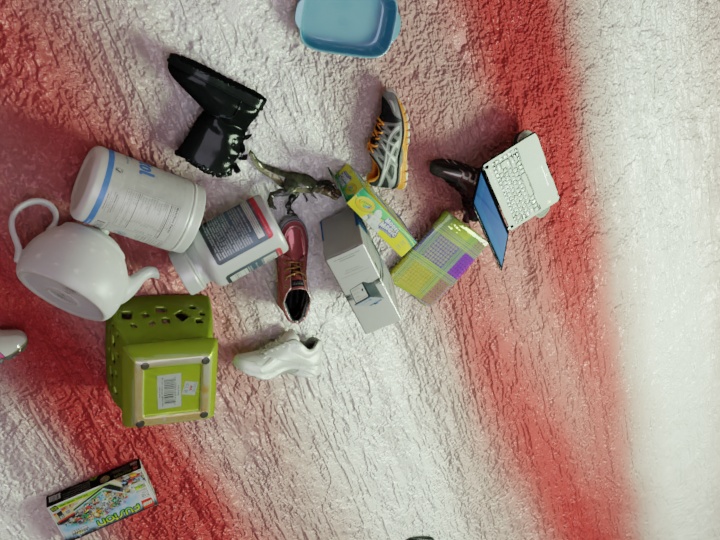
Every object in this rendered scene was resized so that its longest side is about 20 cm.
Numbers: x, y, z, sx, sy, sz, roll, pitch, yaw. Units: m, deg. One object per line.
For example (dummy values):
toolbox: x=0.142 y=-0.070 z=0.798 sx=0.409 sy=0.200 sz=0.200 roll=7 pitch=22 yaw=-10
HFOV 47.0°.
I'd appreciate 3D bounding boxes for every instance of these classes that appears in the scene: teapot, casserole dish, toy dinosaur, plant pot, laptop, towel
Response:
teapot: x=-0.483 y=-0.017 z=1.428 sx=0.200 sy=0.196 sz=0.147 roll=69 pitch=39 yaw=-59
casserole dish: x=-0.025 y=-0.444 z=1.462 sx=0.198 sy=0.039 sz=0.122 roll=1 pitch=114 yaw=-24
toy dinosaur: x=-0.135 y=-0.152 z=1.561 sx=0.199 sy=0.047 sz=0.089 roll=18 pitch=93 yaw=-28
plant pot: x=-0.367 y=0.176 z=1.551 sx=0.197 sy=0.182 sz=0.202 roll=-3 pitch=117 yaw=-22
laptop: x=0.311 y=-0.137 z=1.640 sx=0.199 sy=0.103 sz=0.178 roll=-32 pitch=125 yaw=-2
towel: x=0.160 y=-0.021 z=1.749 sx=0.143 sy=0.023 sz=0.200 roll=32 pitch=108 yaw=-31

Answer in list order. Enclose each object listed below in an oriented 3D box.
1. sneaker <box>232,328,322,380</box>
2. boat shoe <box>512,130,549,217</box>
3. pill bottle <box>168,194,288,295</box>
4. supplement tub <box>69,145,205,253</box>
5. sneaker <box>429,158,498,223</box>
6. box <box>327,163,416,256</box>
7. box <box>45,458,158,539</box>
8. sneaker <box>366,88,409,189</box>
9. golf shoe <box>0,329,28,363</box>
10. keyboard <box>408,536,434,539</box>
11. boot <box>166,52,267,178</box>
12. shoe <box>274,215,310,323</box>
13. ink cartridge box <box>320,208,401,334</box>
sneaker: x=-0.167 y=0.166 z=1.701 sx=0.199 sy=0.078 sz=0.100 roll=0 pitch=109 yaw=-32
boat shoe: x=0.341 y=-0.200 z=1.725 sx=0.075 sy=0.060 sz=0.201 roll=-33 pitch=123 yaw=-27
pill bottle: x=-0.245 y=-0.043 z=1.527 sx=0.199 sy=0.120 sz=0.120 roll=-29 pitch=123 yaw=-6
supplement tub: x=-0.382 y=-0.120 z=1.423 sx=0.199 sy=0.132 sz=0.133 roll=19 pitch=107 yaw=-30
sneaker: x=0.214 y=-0.153 z=1.689 sx=0.199 sy=0.076 sz=0.116 roll=10 pitch=114 yaw=-27
box: x=0.019 y=-0.125 z=1.595 sx=0.048 sy=0.118 sz=0.200 roll=-43 pitch=124 yaw=10
box: x=-0.534 y=0.478 z=1.721 sx=0.199 sy=0.035 sz=0.111 roll=-22 pitch=122 yaw=-11
sneaker: x=0.049 y=-0.245 z=1.574 sx=0.077 sy=0.078 sz=0.202 roll=-6 pitch=117 yaw=-9
golf shoe: x=-0.691 y=0.123 z=1.453 sx=0.198 sy=0.073 sz=0.093 roll=-6 pitch=116 yaw=-19
keyboard: x=0.148 y=0.778 z=2.167 sx=0.126 sy=0.021 sz=0.201 roll=13 pitch=111 yaw=-21
boot: x=-0.272 y=-0.263 z=1.436 sx=0.197 sy=0.073 sz=0.163 roll=22 pitch=108 yaw=-31
shoe: x=-0.127 y=0.001 z=1.613 sx=0.071 sy=0.091 sz=0.202 roll=-4 pitch=117 yaw=-21
ink cartridge box: x=0.000 y=0.000 z=1.626 sx=0.085 sy=0.147 sz=0.201 roll=-24 pitch=124 yaw=9
